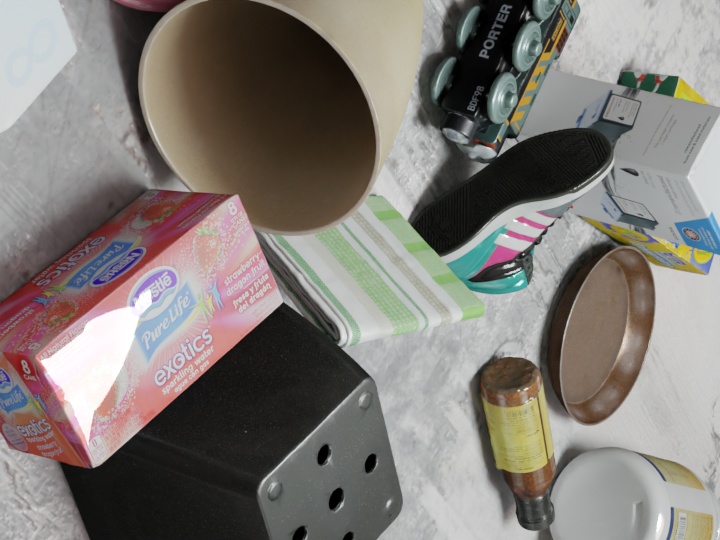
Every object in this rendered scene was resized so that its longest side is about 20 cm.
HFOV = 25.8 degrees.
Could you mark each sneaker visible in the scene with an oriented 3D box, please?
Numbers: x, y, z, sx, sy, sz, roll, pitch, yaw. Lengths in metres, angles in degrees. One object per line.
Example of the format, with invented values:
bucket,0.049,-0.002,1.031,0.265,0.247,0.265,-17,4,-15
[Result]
sneaker,0.150,-0.044,1.446,0.199,0.084,0.121,-28,148,5

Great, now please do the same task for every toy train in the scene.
toy train,0.133,-0.194,1.421,0.201,0.085,0.114,-66,152,-11

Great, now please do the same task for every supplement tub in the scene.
supplement tub,0.315,0.280,1.772,0.200,0.144,0.145,20,86,-53

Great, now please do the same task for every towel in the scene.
towel,0.000,0.000,1.273,0.200,0.149,0.031,-6,140,-53

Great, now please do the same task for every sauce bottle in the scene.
sauce bottle,0.165,0.182,1.609,0.066,0.066,0.201,-40,132,-37

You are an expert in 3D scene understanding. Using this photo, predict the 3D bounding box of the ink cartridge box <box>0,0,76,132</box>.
ink cartridge box,-0.257,-0.121,0.922,0.200,0.047,0.160,-57,159,-26

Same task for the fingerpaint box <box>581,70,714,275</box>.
fingerpaint box,0.332,-0.103,1.712,0.200,0.073,0.168,23,81,-53

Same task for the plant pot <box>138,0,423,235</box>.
plant pot,-0.033,-0.156,1.155,0.200,0.186,0.188,-54,141,-49

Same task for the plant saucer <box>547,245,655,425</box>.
plant saucer,0.259,0.068,1.715,0.200,0.034,0.201,-23,120,-46

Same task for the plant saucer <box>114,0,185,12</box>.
plant saucer,-0.123,-0.276,1.077,0.200,0.051,0.202,-23,120,-47

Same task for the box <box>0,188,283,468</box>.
box,-0.163,0.035,1.084,0.200,0.102,0.095,-42,122,-35

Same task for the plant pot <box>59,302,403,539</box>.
plant pot,-0.083,0.144,1.177,0.200,0.177,0.200,-42,133,-37

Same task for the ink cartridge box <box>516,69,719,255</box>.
ink cartridge box,0.269,-0.105,1.525,0.086,0.199,0.147,-60,141,-16
